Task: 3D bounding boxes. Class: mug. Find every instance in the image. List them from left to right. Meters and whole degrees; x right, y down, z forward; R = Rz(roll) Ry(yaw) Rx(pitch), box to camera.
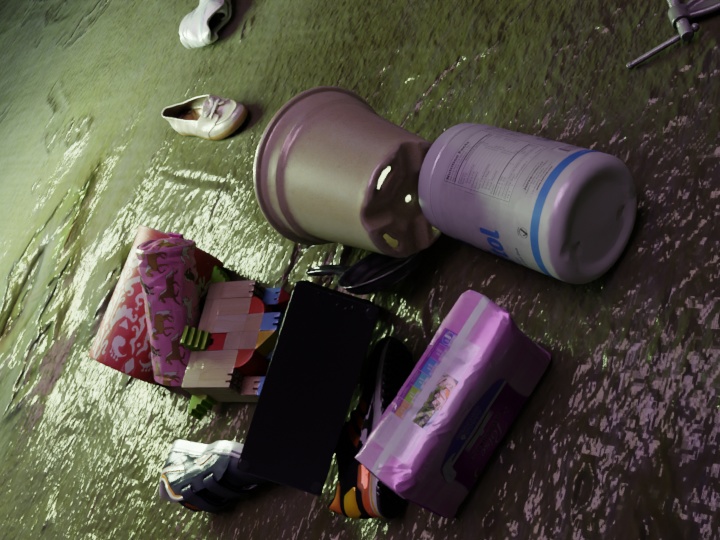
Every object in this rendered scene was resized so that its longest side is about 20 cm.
[{"bbox_3d":[-0.296,0.058,1.258,0.133,0.178,0.201,21,80,10],"label":"mug"}]

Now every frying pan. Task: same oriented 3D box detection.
[{"bbox_3d":[-0.005,0.007,1.037,0.189,0.031,0.115,-20,17,29],"label":"frying pan"}]

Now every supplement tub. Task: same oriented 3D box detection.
[{"bbox_3d":[0.170,-0.075,0.893,0.200,0.132,0.132,25,81,49],"label":"supplement tub"}]

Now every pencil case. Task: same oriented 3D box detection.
[{"bbox_3d":[-0.248,0.053,1.147,0.086,0.082,0.201,-151,53,-66],"label":"pencil case"}]

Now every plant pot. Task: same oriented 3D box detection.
[{"bbox_3d":[0.007,-0.103,1.006,0.183,0.200,0.201,25,81,48],"label":"plant pot"}]

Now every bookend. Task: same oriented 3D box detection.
[{"bbox_3d":[-0.056,0.118,0.953,0.199,0.092,0.201,164,124,-88],"label":"bookend"}]

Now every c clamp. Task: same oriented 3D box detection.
[{"bbox_3d":[0.369,-0.340,0.971,0.170,0.027,0.201,-20,52,32],"label":"c clamp"}]

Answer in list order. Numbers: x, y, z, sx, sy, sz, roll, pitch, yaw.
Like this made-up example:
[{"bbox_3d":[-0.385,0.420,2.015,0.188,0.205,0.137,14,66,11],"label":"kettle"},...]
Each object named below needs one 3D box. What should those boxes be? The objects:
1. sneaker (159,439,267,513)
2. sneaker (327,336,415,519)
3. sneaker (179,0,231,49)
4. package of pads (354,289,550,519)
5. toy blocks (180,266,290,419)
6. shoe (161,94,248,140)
[{"bbox_3d":[-0.171,0.250,1.023,0.200,0.078,0.080,-14,49,49],"label":"sneaker"},{"bbox_3d":[0.005,0.166,0.924,0.090,0.070,0.201,-14,56,32],"label":"sneaker"},{"bbox_3d":[-0.276,-0.515,1.651,0.080,0.070,0.201,9,75,35],"label":"sneaker"},{"bbox_3d":[0.095,0.131,0.829,0.076,0.120,0.201,29,83,43],"label":"package of pads"},{"bbox_3d":[-0.144,0.090,1.108,0.136,0.100,0.201,-4,59,27],"label":"toy blocks"},{"bbox_3d":[-0.272,-0.265,1.479,0.199,0.053,0.070,5,66,44],"label":"shoe"}]
